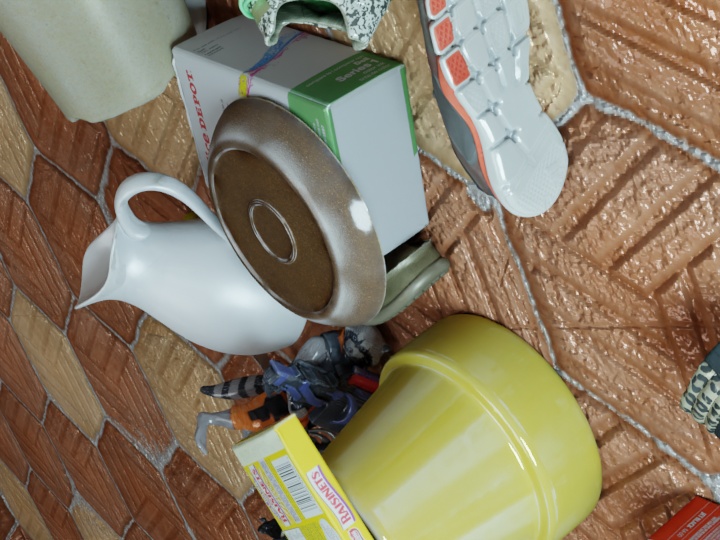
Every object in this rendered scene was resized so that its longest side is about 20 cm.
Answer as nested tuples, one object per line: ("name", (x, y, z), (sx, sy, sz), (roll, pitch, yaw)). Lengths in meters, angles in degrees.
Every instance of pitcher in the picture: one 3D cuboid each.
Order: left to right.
("pitcher", (-0.137, -0.008, 1.125), (0.172, 0.198, 0.122), (125, 154, -47))

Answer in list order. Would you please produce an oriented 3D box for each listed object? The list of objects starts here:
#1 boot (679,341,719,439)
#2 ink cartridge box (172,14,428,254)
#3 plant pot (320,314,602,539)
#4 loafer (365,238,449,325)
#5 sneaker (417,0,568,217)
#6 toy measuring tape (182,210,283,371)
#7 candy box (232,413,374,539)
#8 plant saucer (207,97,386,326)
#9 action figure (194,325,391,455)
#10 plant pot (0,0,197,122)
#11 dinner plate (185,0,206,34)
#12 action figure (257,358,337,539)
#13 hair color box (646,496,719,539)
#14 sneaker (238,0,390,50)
("boot", (0.271, 0.077, 0.713), (0.154, 0.073, 0.204), (47, 148, 24))
("ink cartridge box", (-0.050, -0.108, 1.011), (0.199, 0.084, 0.146), (27, 139, 42))
("plant pot", (0.058, 0.167, 1.007), (0.200, 0.188, 0.202), (38, 147, 31))
("loafer", (0.000, 0.000, 1.049), (0.068, 0.076, 0.200), (57, 152, -12))
("sneaker", (0.068, -0.128, 0.826), (0.082, 0.077, 0.201), (19, 133, 57))
("toy measuring tape", (-0.111, 0.020, 1.260), (0.073, 0.074, 0.201), (4, 131, 56))
("candy box", (-0.021, 0.204, 0.941), (0.201, 0.026, 0.102), (58, 154, 1))
("plant saucer", (-0.059, -0.036, 0.979), (0.200, 0.032, 0.201), (38, 148, 29))
("action figure", (-0.064, 0.100, 1.149), (0.200, 0.193, 0.105), (42, -159, -57))
("plant pot", (-0.227, -0.233, 1.043), (0.200, 0.200, 0.184), (15, 140, 50))
("dinner plate", (-0.208, -0.282, 1.153), (0.200, 0.024, 0.201), (37, 144, 33))
("action figure", (-0.048, 0.195, 1.288), (0.119, 0.101, 0.202), (175, 105, -87))
("hair color box", (0.295, 0.242, 0.843), (0.199, 0.064, 0.112), (20, 133, 50))
("sneaker", (-0.064, -0.201, 0.862), (0.198, 0.089, 0.077), (15, 163, 18))
